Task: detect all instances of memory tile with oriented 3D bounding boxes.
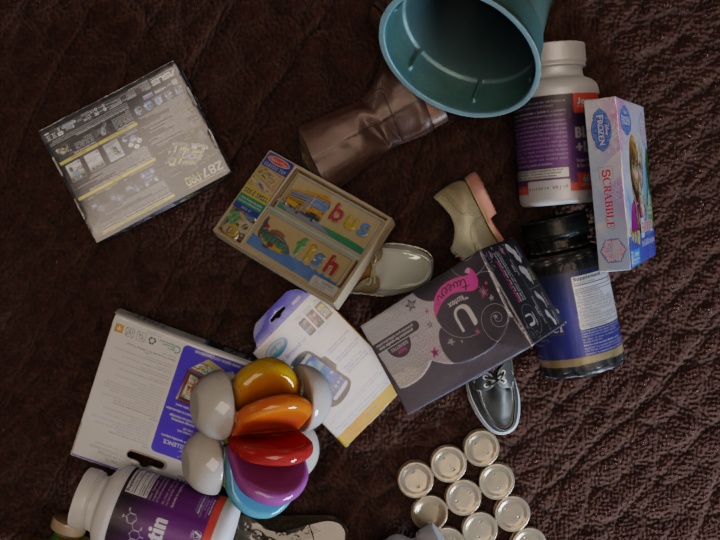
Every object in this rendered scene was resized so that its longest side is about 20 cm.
[{"bbox_3d":[0.149,0.327,1.272,0.152,0.017,0.201,-26,94,-1],"label":"memory tile"}]

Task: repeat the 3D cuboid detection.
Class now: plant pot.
[{"bbox_3d":[0.149,-0.326,1.135,0.199,0.200,0.197,27,61,-4],"label":"plant pot"}]

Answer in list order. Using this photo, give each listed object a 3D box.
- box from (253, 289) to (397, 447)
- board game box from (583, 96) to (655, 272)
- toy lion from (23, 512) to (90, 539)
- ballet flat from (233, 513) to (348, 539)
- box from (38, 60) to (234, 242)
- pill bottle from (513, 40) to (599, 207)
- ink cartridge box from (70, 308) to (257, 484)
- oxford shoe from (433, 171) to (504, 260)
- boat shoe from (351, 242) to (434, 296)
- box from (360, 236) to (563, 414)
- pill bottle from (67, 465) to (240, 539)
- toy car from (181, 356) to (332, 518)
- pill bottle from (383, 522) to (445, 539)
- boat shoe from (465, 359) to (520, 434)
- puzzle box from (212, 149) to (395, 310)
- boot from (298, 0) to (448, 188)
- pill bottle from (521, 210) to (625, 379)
[{"bbox_3d":[-0.047,0.119,1.241,0.119,0.041,0.200,-44,92,0],"label":"box"},{"bbox_3d":[0.326,-0.108,1.168,0.041,0.200,0.202,-5,94,25],"label":"board game box"},{"bbox_3d":[-0.342,0.377,1.165,0.198,0.192,0.069,20,92,-4],"label":"toy lion"},{"bbox_3d":[-0.114,0.350,1.252,0.198,0.046,0.068,-3,90,2],"label":"ballet flat"},{"bbox_3d":[-0.286,-0.152,1.211,0.199,0.049,0.162,-28,92,-1],"label":"box"},{"bbox_3d":[0.252,-0.185,1.201,0.110,0.111,0.202,-5,94,-2],"label":"pill bottle"},{"bbox_3d":[-0.256,0.177,1.229,0.196,0.043,0.202,20,98,-3],"label":"ink cartridge box"},{"bbox_3d":[0.159,-0.024,1.232,0.073,0.071,0.202,-22,84,4],"label":"oxford shoe"},{"bbox_3d":[0.000,0.000,1.221,0.198,0.068,0.076,-2,93,-3],"label":"boat shoe"},{"bbox_3d":[0.122,0.067,1.157,0.199,0.114,0.133,-33,82,30],"label":"box"},{"bbox_3d":[-0.258,0.316,1.179,0.198,0.112,0.114,17,92,1],"label":"pill bottle"},{"bbox_3d":[-0.116,0.214,1.142,0.173,0.150,0.202,-2,123,-28],"label":"toy car"},{"bbox_3d":[0.031,0.418,1.219,0.199,0.113,0.114,-33,94,2],"label":"pill bottle"},{"bbox_3d":[0.168,0.123,1.241,0.068,0.057,0.202,-15,93,-2],"label":"boat shoe"},{"bbox_3d":[-0.072,-0.054,1.183,0.199,0.025,0.134,29,77,21],"label":"puzzle box"},{"bbox_3d":[-0.011,-0.222,1.217,0.199,0.064,0.188,-29,92,4],"label":"boot"},{"bbox_3d":[0.269,0.030,1.214,0.111,0.112,0.202,-13,93,-2],"label":"pill bottle"}]
